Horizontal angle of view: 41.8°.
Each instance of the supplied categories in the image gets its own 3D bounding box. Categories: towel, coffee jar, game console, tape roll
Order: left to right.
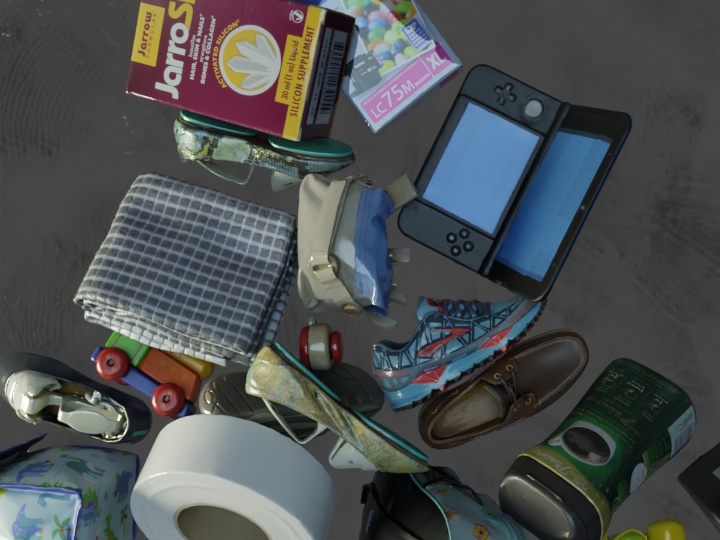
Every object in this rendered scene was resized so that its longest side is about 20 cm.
[{"bbox_3d":[-0.167,-0.002,0.962,0.197,0.086,0.167,16,61,6],"label":"towel"},{"bbox_3d":[-0.127,0.235,0.944,0.200,0.071,0.204,10,136,9],"label":"tape roll"},{"bbox_3d":[0.147,-0.094,0.947,0.169,0.118,0.202,27,93,5],"label":"game console"},{"bbox_3d":[0.227,0.181,0.907,0.199,0.086,0.104,-37,48,-26],"label":"coffee jar"}]

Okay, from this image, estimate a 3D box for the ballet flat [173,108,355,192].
[{"bbox_3d":[-0.103,-0.121,1.008,0.197,0.074,0.075,15,92,8],"label":"ballet flat"}]

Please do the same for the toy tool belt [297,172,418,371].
[{"bbox_3d":[0.000,0.000,0.956,0.121,0.125,0.203,-2,77,7],"label":"toy tool belt"}]

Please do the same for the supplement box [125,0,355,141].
[{"bbox_3d":[-0.120,-0.220,0.960,0.198,0.103,0.133,16,104,15],"label":"supplement box"}]

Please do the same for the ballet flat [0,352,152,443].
[{"bbox_3d":[-0.323,0.141,1.022,0.198,0.073,0.074,19,92,6],"label":"ballet flat"}]

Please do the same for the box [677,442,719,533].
[{"bbox_3d":[0.421,0.259,0.879,0.117,0.197,0.201,-39,87,6],"label":"box"}]

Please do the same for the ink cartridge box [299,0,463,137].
[{"bbox_3d":[0.004,-0.258,1.002,0.119,0.042,0.201,-36,85,5],"label":"ink cartridge box"}]

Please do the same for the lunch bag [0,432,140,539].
[{"bbox_3d":[-0.349,0.243,0.976,0.197,0.170,0.129,3,91,8],"label":"lunch bag"}]

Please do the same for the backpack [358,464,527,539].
[{"bbox_3d":[0.077,0.294,0.916,0.152,0.200,0.178,20,92,-15],"label":"backpack"}]

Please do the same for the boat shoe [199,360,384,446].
[{"bbox_3d":[-0.073,0.143,0.983,0.197,0.075,0.074,0,132,-20],"label":"boat shoe"}]

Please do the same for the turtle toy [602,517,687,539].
[{"bbox_3d":[0.252,0.329,0.945,0.197,0.101,0.148,-8,75,8],"label":"turtle toy"}]

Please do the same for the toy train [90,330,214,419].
[{"bbox_3d":[-0.175,0.106,1.008,0.199,0.085,0.117,31,80,5],"label":"toy train"}]

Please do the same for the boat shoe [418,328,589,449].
[{"bbox_3d":[0.150,0.128,0.972,0.199,0.068,0.073,-30,87,5],"label":"boat shoe"}]

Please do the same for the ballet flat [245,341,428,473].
[{"bbox_3d":[-0.027,0.150,0.912,0.199,0.071,0.071,37,94,-4],"label":"ballet flat"}]

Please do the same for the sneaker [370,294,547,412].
[{"bbox_3d":[0.097,0.061,0.973,0.199,0.079,0.096,-33,85,5],"label":"sneaker"}]
